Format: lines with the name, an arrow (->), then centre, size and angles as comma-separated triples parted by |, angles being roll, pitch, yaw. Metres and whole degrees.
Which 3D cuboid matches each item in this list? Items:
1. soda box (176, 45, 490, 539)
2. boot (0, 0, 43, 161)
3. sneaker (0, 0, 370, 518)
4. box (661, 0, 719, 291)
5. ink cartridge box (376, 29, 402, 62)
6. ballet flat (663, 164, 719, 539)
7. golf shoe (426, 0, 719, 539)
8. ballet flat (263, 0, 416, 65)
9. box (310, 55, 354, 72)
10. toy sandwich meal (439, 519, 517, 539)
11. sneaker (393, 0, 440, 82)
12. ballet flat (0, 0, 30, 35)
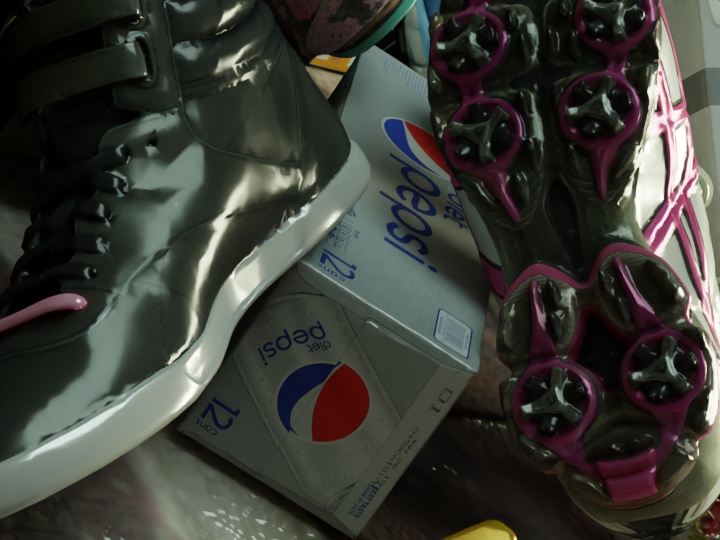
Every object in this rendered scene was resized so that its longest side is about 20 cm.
soda box -> 0.000, 0.000, 0.847 | 0.063, 0.068, 0.200 | 32, 22, -7
boot -> -0.104, -0.094, 0.890 | 0.097, 0.075, 0.200 | 16, 30, -44
sneaker -> -0.073, -0.018, 0.699 | 0.099, 0.071, 0.200 | 61, 37, -18
box -> 0.187, -0.016, 0.949 | 0.156, 0.041, 0.200 | -2, 79, -18
ink cartridge box -> 0.037, -0.119, 1.035 | 0.200, 0.095, 0.037 | 58, 35, 5
ballet flat -> 0.094, 0.004, 0.875 | 0.200, 0.064, 0.076 | 66, 15, 1
golf shoe -> 0.066, -0.017, 0.807 | 0.092, 0.073, 0.200 | 49, 33, -65
ballet flat -> -0.027, -0.105, 0.940 | 0.071, 0.069, 0.200 | 45, -6, -7
box -> -0.001, -0.125, 1.145 | 0.200, 0.041, 0.119 | 13, 31, -46
toy sandwich meal -> 0.041, 0.131, 0.630 | 0.205, 0.070, 0.205 | 29, 22, -13
sneaker -> 0.085, -0.055, 0.988 | 0.200, 0.090, 0.078 | 46, 16, -26
ballet flat -> -0.116, -0.047, 0.760 | 0.046, 0.067, 0.200 | 17, 36, -6
